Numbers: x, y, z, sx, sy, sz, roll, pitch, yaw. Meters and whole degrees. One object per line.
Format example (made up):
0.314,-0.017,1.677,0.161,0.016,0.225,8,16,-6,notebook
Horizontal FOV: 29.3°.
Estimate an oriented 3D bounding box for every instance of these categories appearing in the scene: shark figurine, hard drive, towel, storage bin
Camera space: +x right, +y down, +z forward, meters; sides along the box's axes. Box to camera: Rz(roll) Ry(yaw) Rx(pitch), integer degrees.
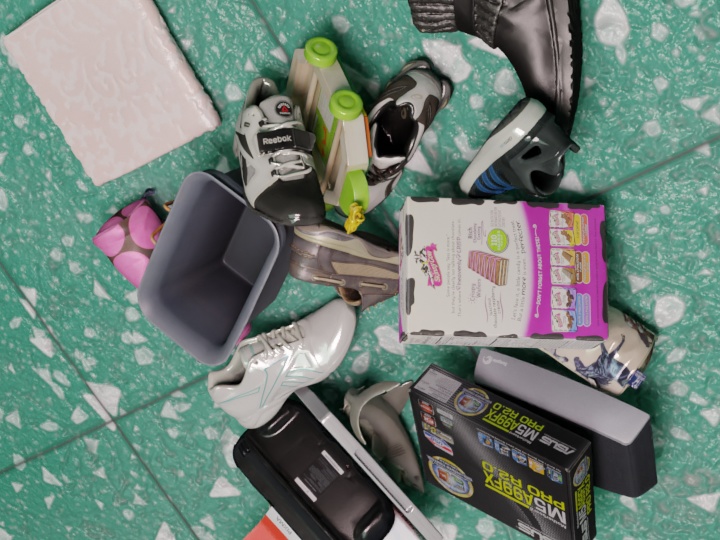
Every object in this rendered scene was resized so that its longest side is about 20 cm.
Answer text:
0.025,0.151,1.530,0.128,0.089,0.215,49,174,34,shark figurine
0.210,0.163,1.437,0.199,0.042,0.136,21,147,31,hard drive
-0.269,-0.209,1.493,0.190,0.032,0.201,-22,106,31,towel
-0.135,-0.026,1.452,0.145,0.134,0.201,36,123,12,storage bin

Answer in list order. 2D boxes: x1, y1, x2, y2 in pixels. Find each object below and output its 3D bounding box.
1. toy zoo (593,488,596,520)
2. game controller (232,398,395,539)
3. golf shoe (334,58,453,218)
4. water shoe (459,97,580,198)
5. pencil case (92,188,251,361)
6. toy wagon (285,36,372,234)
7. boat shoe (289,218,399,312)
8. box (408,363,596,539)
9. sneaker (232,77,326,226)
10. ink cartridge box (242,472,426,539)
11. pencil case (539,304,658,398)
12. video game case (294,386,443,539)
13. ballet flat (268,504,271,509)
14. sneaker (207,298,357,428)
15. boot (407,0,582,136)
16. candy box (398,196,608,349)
0.174,0.223,1.491,0.199,0.020,0.132,1,129,51,toy zoo
-0.054,0.242,1.559,0.104,0.042,0.200,-42,76,-8,game controller
0.013,-0.122,1.389,0.077,0.095,0.201,33,125,1,golf shoe
0.148,-0.094,1.304,0.079,0.072,0.200,43,168,4,water shoe
-0.211,0.011,1.558,0.091,0.094,0.201,-40,100,-12,pencil case
-0.028,-0.125,1.361,0.156,0.039,0.201,108,143,-53,toy wagon
0.000,0.000,1.419,0.074,0.199,0.074,33,101,51,boat shoe
0.148,0.199,1.428,0.199,0.044,0.161,25,145,31,box
-0.083,-0.120,1.344,0.073,0.200,0.089,-6,128,-21,sneaker
-0.047,0.325,1.584,0.200,0.047,0.160,-45,78,1,ink cartridge box
0.203,0.055,1.409,0.199,0.090,0.078,32,161,2,pencil case
0.007,0.215,1.542,0.017,0.143,0.200,-42,107,-5,video game case
-0.091,0.259,1.654,0.067,0.064,0.202,5,119,23,ballet flat
-0.087,0.097,1.530,0.200,0.071,0.080,-41,127,16,sneaker
0.127,-0.220,1.297,0.156,0.079,0.213,1,112,19,boot
0.137,0.004,1.342,0.198,0.061,0.138,3,76,-7,candy box
